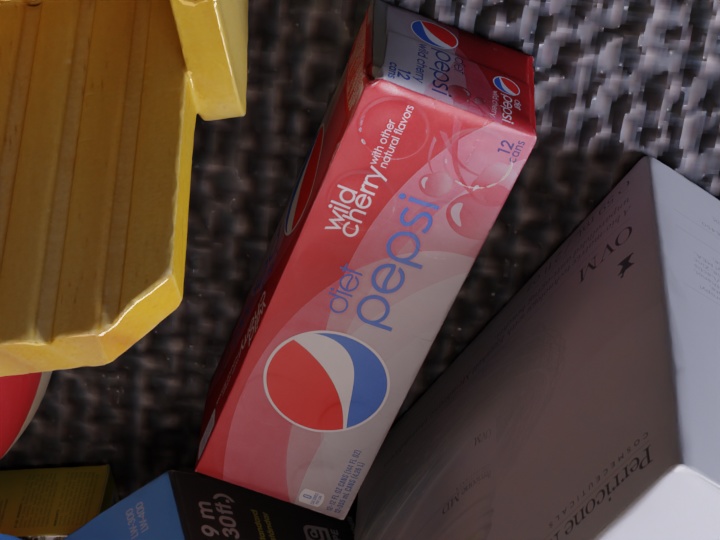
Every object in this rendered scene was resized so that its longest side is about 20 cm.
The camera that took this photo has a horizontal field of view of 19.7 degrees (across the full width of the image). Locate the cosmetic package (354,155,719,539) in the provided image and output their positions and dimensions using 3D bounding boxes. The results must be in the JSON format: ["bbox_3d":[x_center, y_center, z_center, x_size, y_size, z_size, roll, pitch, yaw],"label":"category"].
[{"bbox_3d":[0.095,0.101,0.790,0.123,0.200,0.199,31,120,-17],"label":"cosmetic package"}]

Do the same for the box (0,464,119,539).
[{"bbox_3d":[-0.205,0.131,0.919,0.199,0.050,0.075,-4,124,7],"label":"box"}]

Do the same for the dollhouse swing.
[{"bbox_3d":[-0.152,-0.084,0.696,0.199,0.176,0.182,-6,124,9],"label":"dollhouse swing"}]

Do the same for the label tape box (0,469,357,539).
[{"bbox_3d":[-0.047,0.157,0.835,0.200,0.143,0.066,17,126,-33],"label":"label tape box"}]

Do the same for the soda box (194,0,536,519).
[{"bbox_3d":[0.000,0.000,0.810,0.070,0.063,0.200,19,124,-9],"label":"soda box"}]

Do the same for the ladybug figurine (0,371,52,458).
[{"bbox_3d":[-0.190,0.025,0.833,0.135,0.072,0.200,6,124,-1],"label":"ladybug figurine"}]
